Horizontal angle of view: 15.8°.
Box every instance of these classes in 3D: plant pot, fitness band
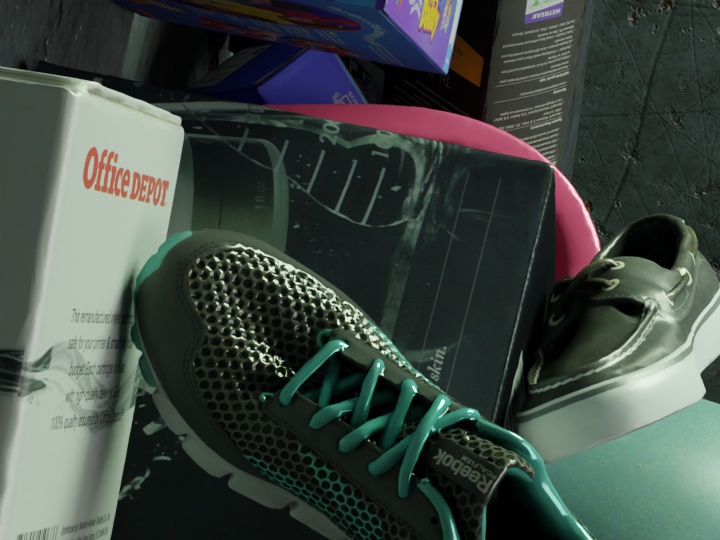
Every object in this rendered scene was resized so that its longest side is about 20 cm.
[{"bbox_3d":[0.098,0.131,1.231,0.201,0.134,0.200,-59,180,1],"label":"plant pot"},{"bbox_3d":[0.000,0.000,1.055,0.037,0.199,0.144,104,-17,-59],"label":"fitness band"}]

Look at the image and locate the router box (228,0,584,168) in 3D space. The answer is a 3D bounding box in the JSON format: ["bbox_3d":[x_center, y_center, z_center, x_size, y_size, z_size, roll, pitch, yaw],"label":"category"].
[{"bbox_3d":[0.018,-0.135,1.165,0.052,0.200,0.158,-15,127,-33],"label":"router box"}]

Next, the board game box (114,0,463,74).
[{"bbox_3d":[-0.038,-0.117,0.968,0.200,0.134,0.045,13,89,-82],"label":"board game box"}]

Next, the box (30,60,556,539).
[{"bbox_3d":[-0.044,0.053,0.934,0.124,0.196,0.201,78,25,-67],"label":"box"}]

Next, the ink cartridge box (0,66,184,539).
[{"bbox_3d":[-0.121,0.040,0.782,0.147,0.083,0.201,17,84,-82],"label":"ink cartridge box"}]

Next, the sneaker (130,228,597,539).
[{"bbox_3d":[0.016,0.057,0.799,0.078,0.200,0.091,-50,-171,-26],"label":"sneaker"}]

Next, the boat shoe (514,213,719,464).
[{"bbox_3d":[0.093,0.023,0.952,0.057,0.068,0.200,66,20,-3],"label":"boat shoe"}]

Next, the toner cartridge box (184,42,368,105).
[{"bbox_3d":[0.003,-0.010,1.168,0.043,0.200,0.095,-37,-164,-18],"label":"toner cartridge box"}]
